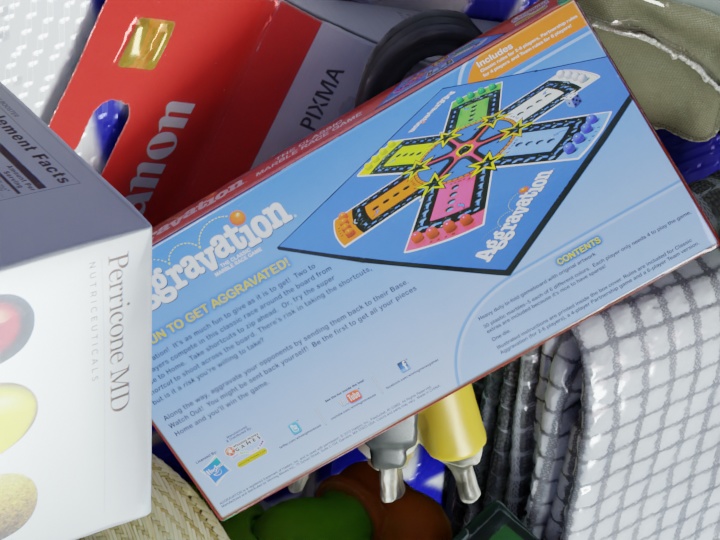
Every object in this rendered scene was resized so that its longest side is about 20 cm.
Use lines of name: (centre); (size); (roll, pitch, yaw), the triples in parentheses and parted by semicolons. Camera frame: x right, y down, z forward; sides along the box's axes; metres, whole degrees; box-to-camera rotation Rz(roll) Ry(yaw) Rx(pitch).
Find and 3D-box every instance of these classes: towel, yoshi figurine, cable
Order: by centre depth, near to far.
cable: (0.000, 0.000, 0.905); (0.097, 0.050, 0.200); (1, 113, -2)
yoshi figurine: (-0.049, 0.142, 0.951); (0.200, 0.112, 0.112); (-14, 98, -45)
towel: (0.121, 0.055, 1.008); (0.166, 0.086, 0.200); (-20, 136, -27)

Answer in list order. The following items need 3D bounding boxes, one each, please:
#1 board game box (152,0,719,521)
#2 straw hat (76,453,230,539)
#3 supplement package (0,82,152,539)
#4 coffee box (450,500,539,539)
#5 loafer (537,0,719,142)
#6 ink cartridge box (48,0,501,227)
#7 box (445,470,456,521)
board game box: (0.010, -0.003, 0.866); (0.200, 0.019, 0.103); (-29, 111, 11)
straw hat: (-0.102, 0.127, 0.820); (0.201, 0.201, 0.085); (-21, 171, -25)
supplement package: (-0.174, 0.032, 0.767); (0.200, 0.110, 0.114); (-17, 127, -28)
coffee box: (0.001, 0.182, 0.991); (0.123, 0.044, 0.200); (-38, 165, -38)
loafer: (0.121, -0.080, 0.952); (0.200, 0.075, 0.070); (17, 110, -48)
ink cartridge box: (-0.028, -0.018, 0.909); (0.200, 0.050, 0.161); (1, 126, -44)
box: (0.132, 0.073, 1.134); (0.198, 0.050, 0.200); (-22, 138, -24)
